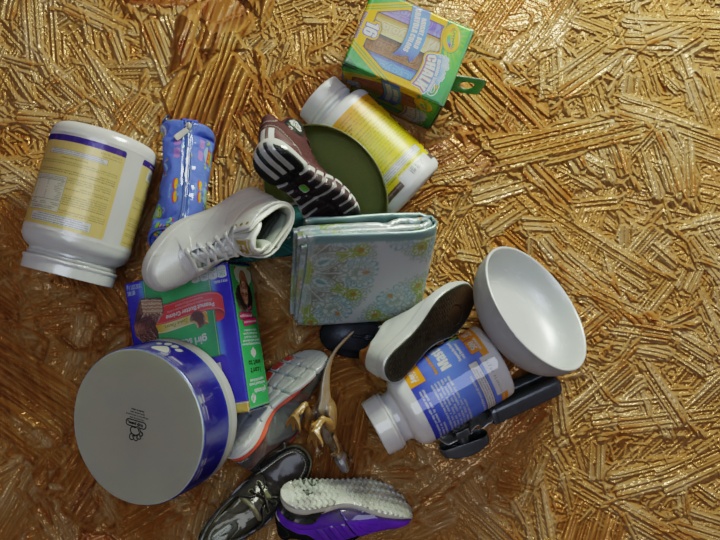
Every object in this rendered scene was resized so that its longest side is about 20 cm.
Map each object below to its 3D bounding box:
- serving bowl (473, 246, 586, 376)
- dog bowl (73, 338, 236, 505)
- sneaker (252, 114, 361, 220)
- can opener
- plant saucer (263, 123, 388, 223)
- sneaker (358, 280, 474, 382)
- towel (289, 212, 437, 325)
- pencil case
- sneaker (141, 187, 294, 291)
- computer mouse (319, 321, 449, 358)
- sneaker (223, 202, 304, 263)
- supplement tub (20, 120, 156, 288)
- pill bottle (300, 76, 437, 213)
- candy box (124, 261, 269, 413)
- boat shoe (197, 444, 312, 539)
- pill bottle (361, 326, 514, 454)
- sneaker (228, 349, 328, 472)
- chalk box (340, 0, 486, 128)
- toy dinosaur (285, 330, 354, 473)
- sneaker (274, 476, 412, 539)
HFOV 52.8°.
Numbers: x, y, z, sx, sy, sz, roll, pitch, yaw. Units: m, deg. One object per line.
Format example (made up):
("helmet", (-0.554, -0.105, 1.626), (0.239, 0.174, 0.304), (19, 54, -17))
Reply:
("serving bowl", (0.229, 0.067, 1.031), (0.200, 0.200, 0.066), (48, 126, 1))
("dog bowl", (-0.264, 0.192, 0.932), (0.199, 0.079, 0.202), (1, 93, 20))
("sneaker", (-0.066, -0.137, 0.970), (0.075, 0.200, 0.116), (-25, 48, 20))
("can opener", (0.203, 0.213, 1.070), (0.199, 0.053, 0.067), (-23, 119, -6))
("plant saucer", (-0.046, -0.113, 1.031), (0.199, 0.031, 0.201), (13, 121, 23))
("sneaker", (0.076, 0.074, 1.029), (0.200, 0.084, 0.073), (-36, 119, -28))
("towel", (0.000, 0.000, 1.011), (0.199, 0.172, 0.048), (-2, 42, -13))
("pencil case", (-0.248, -0.120, 1.011), (0.077, 0.087, 0.201), (4, 65, -11))
("sneaker", (-0.176, -0.036, 0.915), (0.200, 0.115, 0.074), (-40, 122, -20))
("computer mouse", (0.039, 0.103, 1.067), (0.199, 0.034, 0.059), (4, 84, -4))
("sneaker", (-0.139, -0.040, 1.029), (0.199, 0.080, 0.078), (-17, 106, 6))
("supplement tub", (-0.375, -0.088, 0.998), (0.144, 0.145, 0.201), (15, 84, -3))
("pill bottle", (0.009, -0.183, 1.052), (0.200, 0.109, 0.109), (44, 84, 0))
("candy box", (-0.225, 0.102, 1.000), (0.168, 0.077, 0.201), (-11, 86, 18))
("boat shoe", (-0.146, 0.329, 1.018), (0.073, 0.065, 0.200), (44, 83, 2))
("pill bottle", (0.106, 0.173, 1.025), (0.199, 0.112, 0.113), (-29, 88, -5))
("sneaker", (-0.113, 0.201, 1.040), (0.200, 0.077, 0.082), (-46, 128, -17))
("chalk box", (0.083, -0.295, 1.060), (0.199, 0.124, 0.124), (24, 83, -1))
("toy dinosaur", (-0.053, 0.194, 1.023), (0.060, 0.106, 0.201), (4, 105, 30))
("sneaker", (-0.028, 0.353, 1.028), (0.199, 0.070, 0.100), (10, 113, -18))
